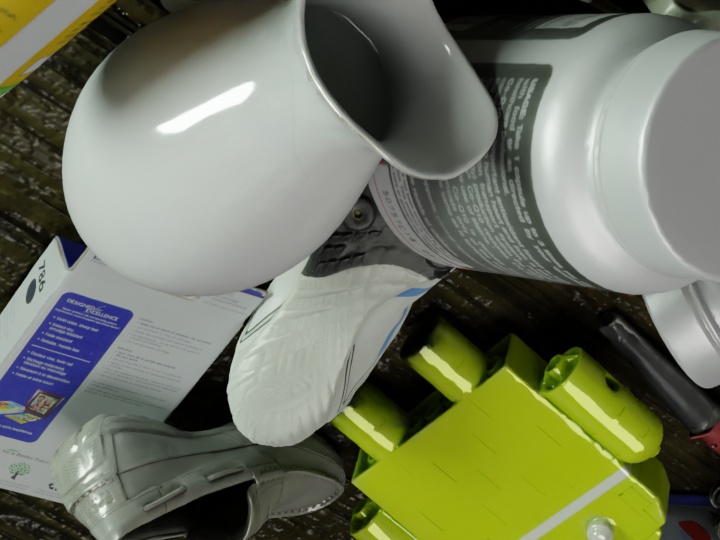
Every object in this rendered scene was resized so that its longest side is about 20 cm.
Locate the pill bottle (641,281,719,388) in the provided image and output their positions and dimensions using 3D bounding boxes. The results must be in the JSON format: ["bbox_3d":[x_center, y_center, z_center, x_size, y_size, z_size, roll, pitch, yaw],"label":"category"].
[{"bbox_3d":[0.234,-0.022,1.107,0.199,0.113,0.112,-27,135,22],"label":"pill bottle"}]

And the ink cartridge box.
[{"bbox_3d":[-0.136,0.044,1.188,0.099,0.039,0.200,19,134,-27],"label":"ink cartridge box"}]

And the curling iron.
[{"bbox_3d":[0.183,0.090,1.277,0.049,0.026,0.200,-31,127,11],"label":"curling iron"}]

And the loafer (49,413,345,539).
[{"bbox_3d":[-0.077,0.118,1.220,0.199,0.070,0.070,5,140,-49],"label":"loafer"}]

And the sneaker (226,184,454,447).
[{"bbox_3d":[0.000,0.000,1.147,0.072,0.073,0.200,34,114,-11],"label":"sneaker"}]

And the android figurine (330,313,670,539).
[{"bbox_3d":[0.081,0.113,1.247,0.200,0.041,0.182,43,122,-16],"label":"android figurine"}]

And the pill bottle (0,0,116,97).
[{"bbox_3d":[-0.114,-0.160,0.904,0.200,0.112,0.111,-35,132,28],"label":"pill bottle"}]

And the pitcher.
[{"bbox_3d":[-0.049,-0.087,0.997,0.121,0.173,0.200,-7,167,-40],"label":"pitcher"}]

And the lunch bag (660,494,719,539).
[{"bbox_3d":[0.191,0.222,1.337,0.199,0.171,0.124,11,132,-22],"label":"lunch bag"}]

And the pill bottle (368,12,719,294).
[{"bbox_3d":[0.096,-0.050,0.981,0.113,0.115,0.200,23,174,-30],"label":"pill bottle"}]

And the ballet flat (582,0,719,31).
[{"bbox_3d":[0.114,-0.133,1.001,0.199,0.071,0.071,22,131,-29],"label":"ballet flat"}]
